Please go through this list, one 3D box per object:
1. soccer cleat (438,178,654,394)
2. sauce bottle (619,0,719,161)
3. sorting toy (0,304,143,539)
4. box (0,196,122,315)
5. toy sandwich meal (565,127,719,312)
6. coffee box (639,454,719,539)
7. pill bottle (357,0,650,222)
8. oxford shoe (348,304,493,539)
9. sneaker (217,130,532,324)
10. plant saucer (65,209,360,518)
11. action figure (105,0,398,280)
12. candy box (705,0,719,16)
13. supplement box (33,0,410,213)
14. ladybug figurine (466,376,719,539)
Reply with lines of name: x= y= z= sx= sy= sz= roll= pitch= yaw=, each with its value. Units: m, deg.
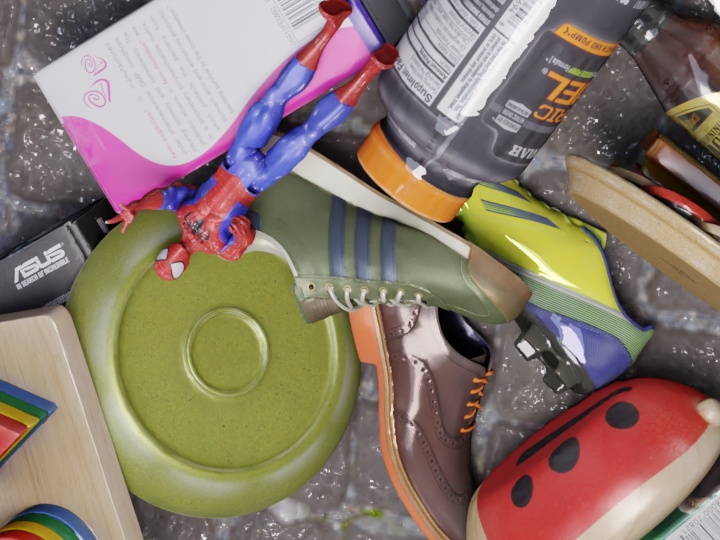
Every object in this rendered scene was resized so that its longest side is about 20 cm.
soccer cleat: x=0.104 y=-0.017 z=1.772 sx=0.083 sy=0.065 sz=0.201 roll=-35 pitch=90 yaw=-13
sauce bottle: x=0.218 y=-0.104 z=1.719 sx=0.200 sy=0.066 sz=0.066 roll=41 pitch=107 yaw=4
sorting toy: x=-0.245 y=0.139 z=1.753 sx=0.198 sy=0.070 sz=0.201 roll=-9 pitch=105 yaw=29
box: x=-0.212 y=0.074 z=1.831 sx=0.199 sy=0.086 sz=0.165 roll=-27 pitch=96 yaw=16
toy sandwich meal: x=0.206 y=-0.027 z=1.671 sx=0.205 sy=0.205 sz=0.070 roll=36 pitch=89 yaw=1
coffee box: x=0.172 y=0.177 z=1.763 sx=0.044 sy=0.123 sz=0.200 roll=45 pitch=108 yaw=-7
pill bottle: x=0.081 y=-0.125 z=1.674 sx=0.106 sy=0.106 sz=0.200 roll=37 pitch=109 yaw=1
oxford shoe: x=0.050 y=0.083 z=1.785 sx=0.072 sy=0.071 sz=0.201 roll=-12 pitch=105 yaw=19
sneaker: x=0.000 y=0.000 z=1.727 sx=0.199 sy=0.067 sz=0.090 roll=31 pitch=81 yaw=21
plant saucer: x=-0.086 y=0.051 z=1.770 sx=0.199 sy=0.031 sz=0.202 roll=3 pitch=84 yaw=-23
action figure: x=-0.069 y=-0.061 z=1.664 sx=0.065 sy=0.099 sz=0.200 roll=43 pitch=116 yaw=7
candy box: x=0.212 y=-0.248 z=1.685 sx=0.200 sy=0.061 sz=0.136 roll=45 pitch=106 yaw=-2
supplement box: x=-0.082 y=-0.133 z=1.749 sx=0.199 sy=0.103 sz=0.102 roll=-29 pitch=97 yaw=15
ladybug figurine: x=0.137 y=0.127 z=1.746 sx=0.200 sy=0.136 sz=0.072 roll=-38 pitch=101 yaw=25
